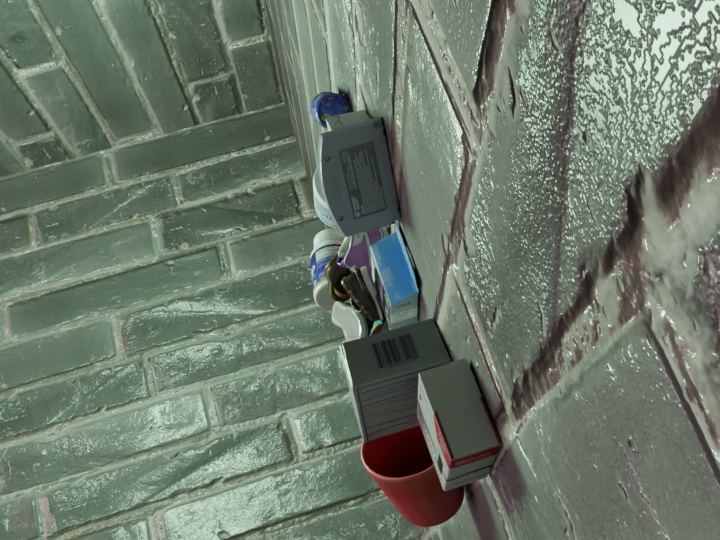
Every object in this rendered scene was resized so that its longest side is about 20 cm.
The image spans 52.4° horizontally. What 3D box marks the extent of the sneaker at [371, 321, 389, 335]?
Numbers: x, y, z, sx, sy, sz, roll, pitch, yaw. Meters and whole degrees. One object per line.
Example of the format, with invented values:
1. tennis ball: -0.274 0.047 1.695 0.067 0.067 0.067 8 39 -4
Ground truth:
1. sneaker: 0.070 0.175 1.629 0.105 0.075 0.200 48 177 -14

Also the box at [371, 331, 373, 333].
1. box: 0.075 0.273 1.919 0.200 0.104 0.185 84 168 -60

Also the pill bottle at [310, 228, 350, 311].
1. pill bottle: -0.070 -0.007 1.895 0.120 0.119 0.201 80 -179 -48

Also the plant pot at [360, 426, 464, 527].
1. plant pot: 0.120 0.407 1.486 0.201 0.199 0.178 -116 3 -62

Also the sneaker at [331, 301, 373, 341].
1. sneaker: -0.002 0.119 1.672 0.200 0.079 0.079 -136 59 -66

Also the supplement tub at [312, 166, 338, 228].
1. supplement tub: -0.045 -0.181 1.698 0.200 0.131 0.133 98 155 -80

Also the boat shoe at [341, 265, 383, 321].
1. boat shoe: 0.006 0.058 1.545 0.200 0.059 0.072 69 -179 -62

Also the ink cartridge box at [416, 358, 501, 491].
1. ink cartridge box: 0.151 0.252 1.171 0.200 0.083 0.145 83 169 -61

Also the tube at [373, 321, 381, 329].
1. tube: 0.050 0.109 2.003 0.077 0.050 0.201 20 132 49

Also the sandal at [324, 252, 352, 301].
1. sandal: -0.036 0.027 1.694 0.054 0.080 0.200 34 163 20

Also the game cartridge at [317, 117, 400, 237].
1. game cartridge: -0.007 -0.166 1.332 0.040 0.133 0.201 -128 23 -60

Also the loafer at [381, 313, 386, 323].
1. loafer: 0.057 0.068 1.741 0.200 0.067 0.076 48 161 42

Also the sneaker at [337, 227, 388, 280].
1. sneaker: 0.000 0.000 1.627 0.073 0.114 0.202 -135 40 -58

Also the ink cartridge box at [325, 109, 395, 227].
1. ink cartridge box: -0.001 -0.196 1.427 0.146 0.082 0.201 -110 7 -64

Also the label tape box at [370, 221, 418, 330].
1. label tape box: 0.067 0.018 1.471 0.200 0.066 0.144 80 173 -62

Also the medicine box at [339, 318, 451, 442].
1. medicine box: 0.070 0.207 1.359 0.201 0.181 0.103 81 172 -49

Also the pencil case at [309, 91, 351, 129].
1. pencil case: -0.071 -0.374 1.695 0.078 0.087 0.200 38 -174 -16
